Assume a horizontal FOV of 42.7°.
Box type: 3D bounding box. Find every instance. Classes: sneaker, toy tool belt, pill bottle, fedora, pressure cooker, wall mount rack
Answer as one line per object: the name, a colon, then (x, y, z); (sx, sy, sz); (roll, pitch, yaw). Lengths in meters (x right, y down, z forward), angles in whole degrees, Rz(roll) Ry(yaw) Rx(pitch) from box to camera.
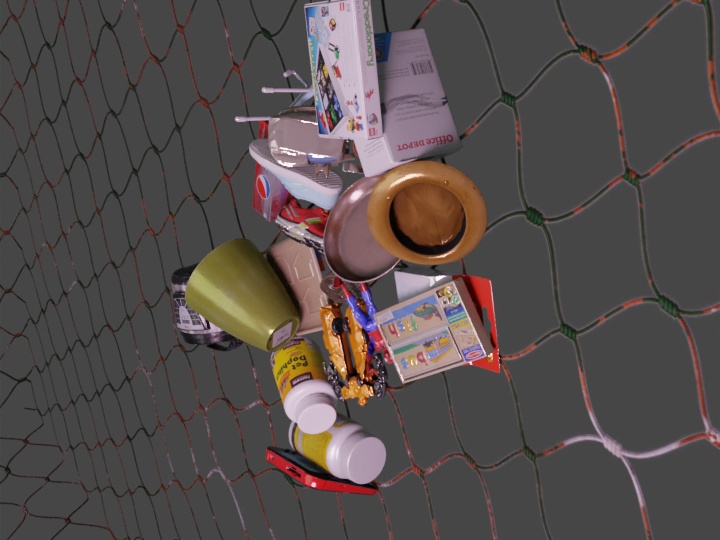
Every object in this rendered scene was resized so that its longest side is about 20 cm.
sneaker: (-0.129, -0.174, 1.735); (0.200, 0.074, 0.082); (31, 134, 13)
toy tool belt: (-0.064, -0.227, 1.634); (0.123, 0.199, 0.125); (-81, -2, -87)
sneaker: (0.000, 0.000, 1.682); (0.070, 0.076, 0.200); (46, 145, -10)
pill bottle: (-0.110, 0.230, 1.844); (0.200, 0.109, 0.110); (-117, 30, -52)
sneaker: (-0.076, -0.084, 1.750); (0.200, 0.085, 0.077); (27, 169, 29)
fedora: (0.105, -0.101, 1.447); (0.082, 0.200, 0.201); (-82, 8, -50)
pressure cooker: (-0.330, 0.087, 2.094); (0.176, 0.178, 0.201); (-116, 18, -76)
pill bottle: (-0.046, 0.348, 1.848); (0.200, 0.114, 0.115); (17, 117, 52)
wall mount rack: (-0.127, -0.321, 1.637); (0.075, 0.174, 0.200); (42, 146, -11)

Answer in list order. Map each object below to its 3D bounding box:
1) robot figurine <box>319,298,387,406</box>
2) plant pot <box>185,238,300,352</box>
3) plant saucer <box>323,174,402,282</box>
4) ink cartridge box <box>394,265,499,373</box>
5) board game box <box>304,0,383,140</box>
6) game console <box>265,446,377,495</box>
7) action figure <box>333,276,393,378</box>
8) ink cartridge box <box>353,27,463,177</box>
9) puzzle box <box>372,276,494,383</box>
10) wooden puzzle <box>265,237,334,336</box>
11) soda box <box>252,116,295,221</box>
robot figurine: (-0.009, 0.158, 1.751); (0.145, 0.058, 0.201); (-9, 96, 38)
plant pot: (-0.220, 0.068, 1.871); (0.200, 0.187, 0.188); (40, 135, 24)
plant saucer: (0.022, -0.070, 1.575); (0.200, 0.032, 0.201); (-16, 62, 32)
ink cartridge box: (0.142, 0.083, 1.530); (0.200, 0.047, 0.161); (11, 113, 54)
board game box: (-0.026, -0.296, 1.361); (0.126, 0.035, 0.201); (15, 115, 52)
game console: (-0.084, 0.409, 1.889); (0.200, 0.176, 0.031); (17, 91, 52)
action figure: (0.018, 0.104, 1.628); (0.099, 0.065, 0.200); (-97, -19, -56)
ink cartridge box: (0.054, -0.259, 1.425); (0.084, 0.145, 0.201); (-20, 87, 56)
puzzle box: (0.117, 0.103, 1.524); (0.200, 0.025, 0.133); (-27, 87, 45)
wooden puzzle: (-0.116, 0.027, 1.880); (0.185, 0.046, 0.201); (-18, 84, 56)
soda box: (-0.165, -0.203, 1.832); (0.070, 0.063, 0.201); (40, 133, 38)
